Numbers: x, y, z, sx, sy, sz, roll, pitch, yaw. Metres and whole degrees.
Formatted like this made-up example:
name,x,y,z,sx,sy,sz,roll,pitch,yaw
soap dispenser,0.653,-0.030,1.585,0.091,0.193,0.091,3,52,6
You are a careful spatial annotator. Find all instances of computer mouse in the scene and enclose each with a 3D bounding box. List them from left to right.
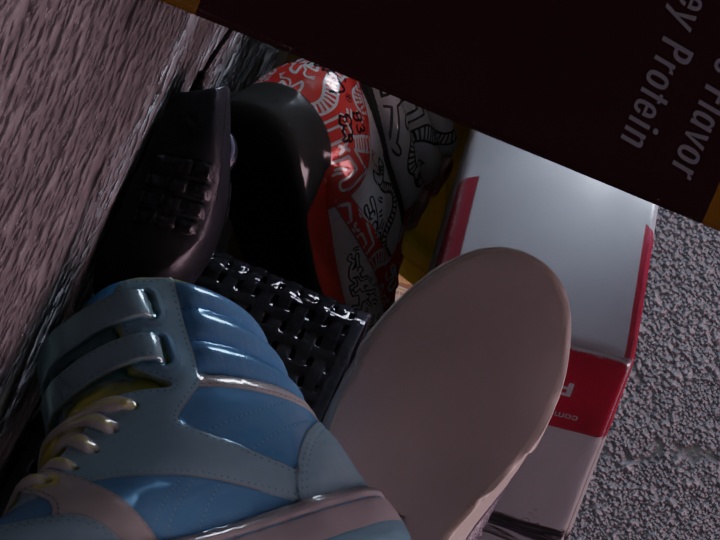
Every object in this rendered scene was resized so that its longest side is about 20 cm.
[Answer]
name,x,y,z,sx,sy,sz,roll,pitch,yaw
computer mouse,-0.043,-0.069,0.811,0.059,0.034,0.200,97,15,-75

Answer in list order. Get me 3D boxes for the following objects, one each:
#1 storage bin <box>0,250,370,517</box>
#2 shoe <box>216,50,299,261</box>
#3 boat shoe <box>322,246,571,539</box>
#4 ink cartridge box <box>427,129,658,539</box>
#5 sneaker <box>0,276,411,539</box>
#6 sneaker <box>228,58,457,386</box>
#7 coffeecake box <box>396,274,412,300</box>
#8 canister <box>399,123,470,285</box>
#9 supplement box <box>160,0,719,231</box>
name,x,y,z,sx,sy,sz,roll,pitch,yaw
storage bin,-0.081,0.101,0.835,0.135,0.094,0.200,108,6,-55
shoe,-0.046,-0.025,0.982,0.070,0.053,0.200,27,80,-56
boat shoe,0.007,0.085,0.817,0.200,0.075,0.093,-59,-178,-11
ink cartridge box,0.060,0.044,0.951,0.145,0.083,0.200,-75,180,-45
sneaker,-0.089,0.064,0.702,0.200,0.131,0.080,-3,143,-48
sneaker,0.001,0.000,0.951,0.108,0.067,0.201,-35,127,-41
coffeecake box,-0.029,0.065,1.136,0.153,0.073,0.200,-18,-134,63
canister,0.079,-0.097,1.015,0.149,0.087,0.200,-37,147,-30
supplement box,0.069,-0.139,0.691,0.133,0.200,0.197,-47,159,-80
